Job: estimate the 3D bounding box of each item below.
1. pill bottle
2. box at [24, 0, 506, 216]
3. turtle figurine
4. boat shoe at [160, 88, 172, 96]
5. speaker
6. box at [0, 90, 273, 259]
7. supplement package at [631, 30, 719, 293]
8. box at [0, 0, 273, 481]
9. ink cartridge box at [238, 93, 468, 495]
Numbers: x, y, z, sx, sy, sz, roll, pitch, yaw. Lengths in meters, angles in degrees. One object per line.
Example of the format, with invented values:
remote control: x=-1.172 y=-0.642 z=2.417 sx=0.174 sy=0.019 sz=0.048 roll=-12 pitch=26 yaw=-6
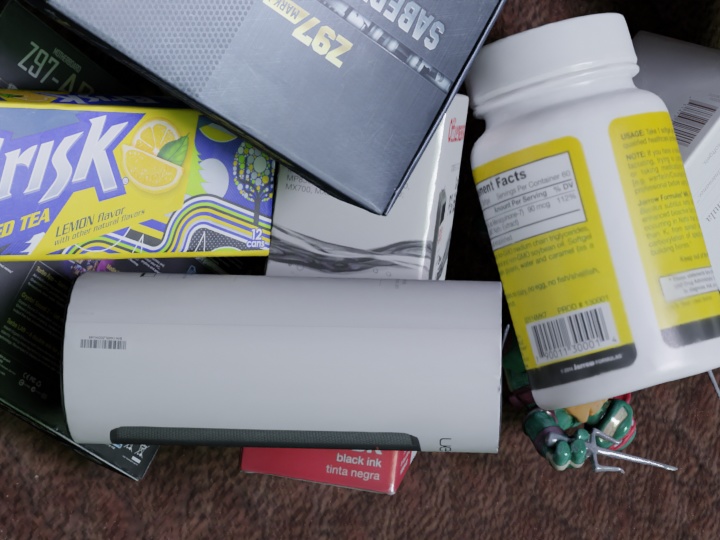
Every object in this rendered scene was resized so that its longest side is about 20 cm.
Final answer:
pill bottle: x=0.126 y=-0.032 z=1.031 sx=0.114 sy=0.114 sz=0.201 roll=-12 pitch=85 yaw=-40
box: x=-0.031 y=-0.137 z=0.804 sx=0.200 sy=0.051 sz=0.158 roll=32 pitch=86 yaw=-35
turtle figurine: x=0.127 y=0.057 z=1.130 sx=0.200 sy=0.101 sz=0.150 roll=44 pitch=55 yaw=-23
boat shoe: x=-0.038 y=-0.163 z=0.958 sx=0.076 sy=0.072 sz=0.200 roll=44 pitch=68 yaw=-22
speaker: x=-0.032 y=0.041 z=0.858 sx=0.199 sy=0.081 sz=0.082 roll=1 pitch=102 yaw=2
box: x=-0.134 y=-0.043 z=0.826 sx=0.200 sy=0.064 sz=0.070 roll=-2 pitch=100 yaw=-41
supplement package: x=0.224 y=-0.037 z=1.179 sx=0.114 sy=0.109 sz=0.200 roll=-51 pitch=128 yaw=-11
box: x=-0.147 y=-0.012 z=0.905 sx=0.200 sy=0.043 sz=0.161 roll=37 pitch=74 yaw=-40
ink cartridge box: x=0.000 y=0.000 z=0.966 sx=0.147 sy=0.083 sz=0.201 roll=-37 pitch=135 yaw=-81
